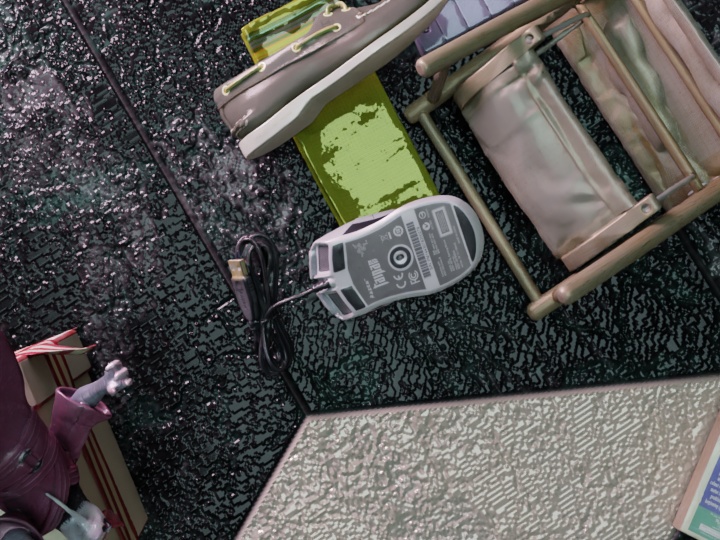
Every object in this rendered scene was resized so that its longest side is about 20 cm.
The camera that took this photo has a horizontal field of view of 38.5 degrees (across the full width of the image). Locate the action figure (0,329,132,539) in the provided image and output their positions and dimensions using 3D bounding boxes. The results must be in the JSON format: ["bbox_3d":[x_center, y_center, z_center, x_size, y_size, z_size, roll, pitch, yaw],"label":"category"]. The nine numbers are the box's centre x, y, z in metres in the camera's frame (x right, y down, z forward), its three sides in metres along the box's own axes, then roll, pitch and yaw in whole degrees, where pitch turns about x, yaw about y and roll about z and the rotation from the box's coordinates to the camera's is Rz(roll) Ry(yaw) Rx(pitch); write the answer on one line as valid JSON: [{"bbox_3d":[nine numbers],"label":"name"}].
[{"bbox_3d":[-0.214,0.108,0.601,0.146,0.135,0.202,-9,127,28],"label":"action figure"}]

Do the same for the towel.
[{"bbox_3d":[-0.016,-0.124,0.825,0.085,0.018,0.203,-28,86,1],"label":"towel"}]

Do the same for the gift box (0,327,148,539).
[{"bbox_3d":[-0.255,0.139,0.740,0.197,0.184,0.190,-24,95,-6],"label":"gift box"}]

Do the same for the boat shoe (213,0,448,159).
[{"bbox_3d":[-0.022,-0.166,0.782,0.200,0.072,0.061,-36,88,6],"label":"boat shoe"}]

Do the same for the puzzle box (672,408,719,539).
[{"bbox_3d":[0.355,0.178,0.788,0.197,0.025,0.135,25,88,4],"label":"puzzle box"}]

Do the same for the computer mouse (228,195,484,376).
[{"bbox_3d":[0.000,0.000,0.795,0.196,0.044,0.112,-19,100,3],"label":"computer mouse"}]

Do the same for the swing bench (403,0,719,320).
[{"bbox_3d":[0.167,-0.105,0.766,0.198,0.130,0.201,-32,85,-6],"label":"swing bench"}]

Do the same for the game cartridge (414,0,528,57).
[{"bbox_3d":[0.061,-0.289,0.827,0.128,0.038,0.203,-28,86,4],"label":"game cartridge"}]
